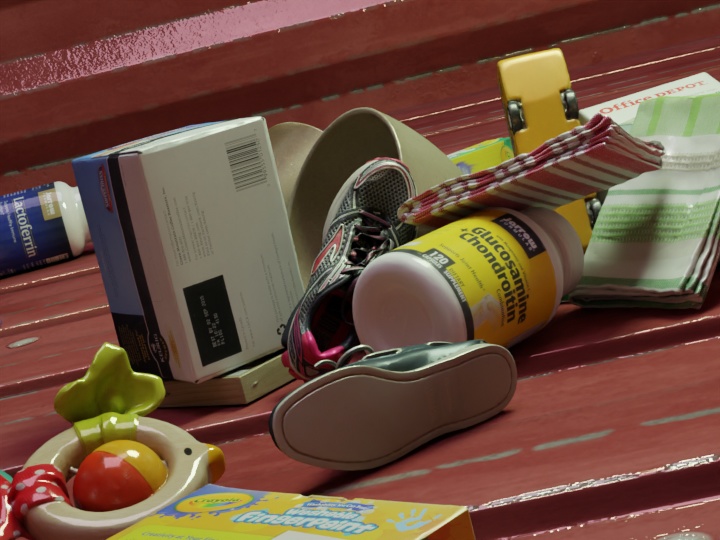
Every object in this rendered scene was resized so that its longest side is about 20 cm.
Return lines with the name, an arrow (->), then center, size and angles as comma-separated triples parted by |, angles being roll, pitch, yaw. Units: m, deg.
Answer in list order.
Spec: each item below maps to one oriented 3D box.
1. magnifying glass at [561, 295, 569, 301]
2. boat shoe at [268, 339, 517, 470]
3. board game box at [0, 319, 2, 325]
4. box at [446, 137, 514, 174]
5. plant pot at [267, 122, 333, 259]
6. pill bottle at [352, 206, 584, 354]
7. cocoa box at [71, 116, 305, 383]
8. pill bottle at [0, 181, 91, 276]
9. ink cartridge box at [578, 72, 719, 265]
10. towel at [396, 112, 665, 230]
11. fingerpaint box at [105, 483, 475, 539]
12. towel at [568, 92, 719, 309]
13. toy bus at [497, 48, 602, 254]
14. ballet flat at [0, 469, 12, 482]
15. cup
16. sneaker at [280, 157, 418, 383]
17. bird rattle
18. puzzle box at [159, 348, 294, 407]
magnifying glass -> 0.175, 0.003, 1.585 | 0.079, 0.023, 0.200 | -19, 11, -25
boat shoe -> 0.016, 0.088, 1.197 | 0.199, 0.076, 0.062 | -18, 13, -30
board game box -> -0.503, 0.088, 2.013 | 0.119, 0.033, 0.200 | -9, 10, 2
box -> 0.113, -0.063, 1.747 | 0.048, 0.118, 0.199 | -7, 12, 43
plant pot -> -0.101, -0.018, 1.698 | 0.186, 0.188, 0.200 | -2, 29, 48
pill bottle -> 0.094, 0.014, 1.382 | 0.111, 0.113, 0.199 | -4, 15, 43
cocoa box -> -0.146, -0.020, 1.483 | 0.133, 0.202, 0.131 | -20, 12, -33
pill bottle -> -0.475, -0.066, 2.533 | 0.198, 0.117, 0.116 | -16, 11, -8
ink cartridge box -> 0.305, -0.092, 1.563 | 0.145, 0.085, 0.200 | -17, 33, -14
towel -> 0.144, -0.075, 1.423 | 0.199, 0.030, 0.146 | -21, -14, 25
fingerpaint box -> -0.062, 0.175, 0.844 | 0.199, 0.074, 0.166 | -3, 16, 44
towel -> 0.256, -0.063, 1.441 | 0.031, 0.201, 0.149 | 33, -20, -34
toy bus -> 0.176, -0.103, 1.587 | 0.064, 0.202, 0.078 | -11, -15, 1
ballet flat -> -0.358, 0.153, 1.355 | 0.199, 0.071, 0.067 | -5, 13, 38
cup -> 0.038, -0.036, 1.584 | 0.142, 0.202, 0.200 | 13, -6, -32
sneaker -> 0.000, 0.000, 1.415 | 0.080, 0.201, 0.075 | 22, -13, -6
bird rattle -> -0.185, 0.138, 1.154 | 0.162, 0.114, 0.200 | 12, 26, 30
puzzle box -> -0.133, 0.088, 1.528 | 0.199, 0.026, 0.133 | -6, 13, 39
